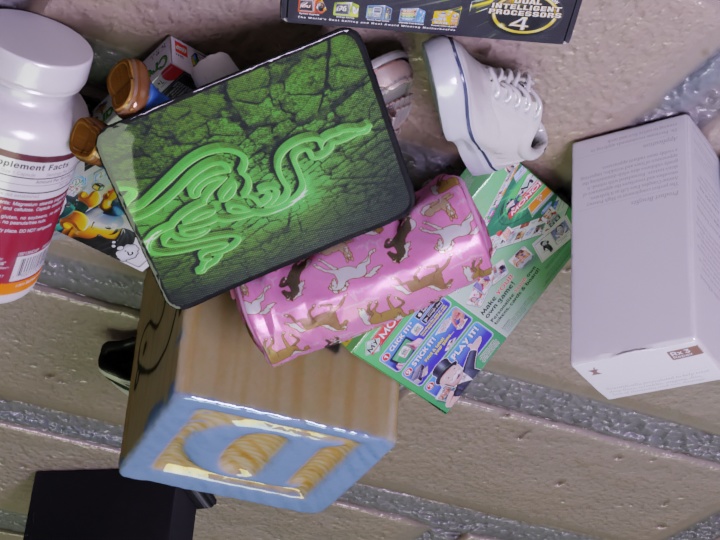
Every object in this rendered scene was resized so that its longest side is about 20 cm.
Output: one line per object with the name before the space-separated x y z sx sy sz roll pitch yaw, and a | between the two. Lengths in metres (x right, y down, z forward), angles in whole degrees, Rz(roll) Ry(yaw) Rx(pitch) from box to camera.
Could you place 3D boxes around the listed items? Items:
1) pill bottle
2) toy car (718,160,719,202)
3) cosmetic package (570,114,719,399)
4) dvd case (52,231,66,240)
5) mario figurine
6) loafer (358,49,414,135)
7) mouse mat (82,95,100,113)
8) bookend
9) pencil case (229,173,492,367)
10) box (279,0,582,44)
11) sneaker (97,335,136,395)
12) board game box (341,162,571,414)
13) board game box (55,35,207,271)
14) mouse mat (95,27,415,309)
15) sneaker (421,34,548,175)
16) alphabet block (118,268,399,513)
pill bottle | -0.265 -0.084 1.270 0.113 0.113 0.200 15 118 -18
toy car | 0.361 0.030 1.360 0.184 0.200 0.177 6 151 -3
cosmetic package | 0.216 -0.011 1.307 0.102 0.200 0.074 -13 147 29
dvd case | -0.323 -0.076 1.400 0.150 0.025 0.200 -12 145 26
mario figurine | -0.115 -0.084 1.273 0.200 0.106 0.123 27 144 -36
loafer | -0.002 -0.094 1.308 0.072 0.063 0.200 -23 168 -31
mouse mat | -0.264 -0.094 1.407 0.161 0.008 0.200 20 146 -26
bookend | -0.283 0.336 1.995 0.200 0.199 0.092 -4 148 13
pencil case | 0.000 0.000 1.309 0.200 0.087 0.083 -24 113 2
box | 0.051 -0.217 1.117 0.200 0.049 0.161 5 149 -3
sneaker | -0.166 0.087 1.661 0.200 0.076 0.088 -16 145 30
board game box | 0.087 0.008 1.402 0.200 0.029 0.135 -52 132 3
board game box | -0.159 -0.086 1.346 0.126 0.035 0.200 27 129 -35
mouse mat | -0.070 -0.069 1.226 0.200 0.008 0.161 -23 123 -3
sneaker | 0.092 -0.125 1.249 0.071 0.073 0.200 -17 165 10
alphabet block | -0.083 0.073 1.499 0.196 0.200 0.195 15 149 -18
